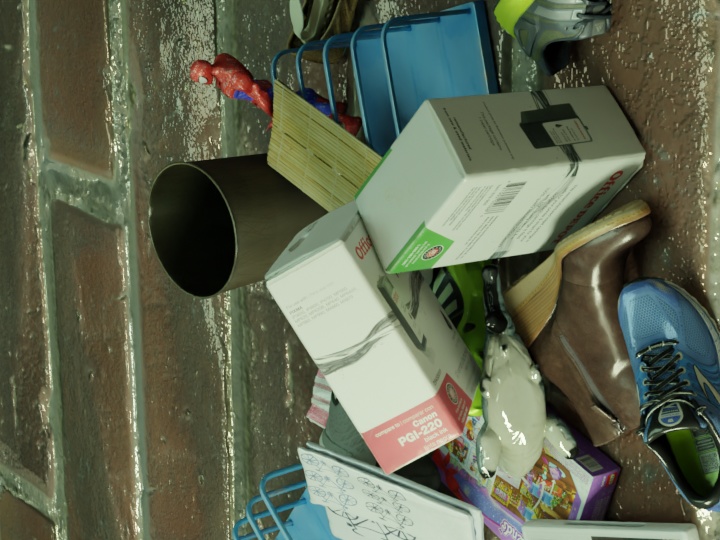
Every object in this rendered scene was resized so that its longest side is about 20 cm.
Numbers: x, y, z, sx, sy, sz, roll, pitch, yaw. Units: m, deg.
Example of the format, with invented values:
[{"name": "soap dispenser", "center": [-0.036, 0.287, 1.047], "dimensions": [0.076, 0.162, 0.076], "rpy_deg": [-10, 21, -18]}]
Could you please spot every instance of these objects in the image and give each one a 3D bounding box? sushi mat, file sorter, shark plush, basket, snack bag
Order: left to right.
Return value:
[{"name": "basket", "center": [-0.086, -0.058, 1.703], "dimensions": [0.180, 0.199, 0.137], "rpy_deg": [5, 105, 56]}, {"name": "file sorter", "center": [-0.067, 0.315, 1.844], "dimensions": [0.139, 0.122, 0.200], "rpy_deg": [56, 139, 25]}, {"name": "sushi mat", "center": [-0.022, -0.093, 1.561], "dimensions": [0.200, 0.012, 0.096], "rpy_deg": [39, 133, 36]}, {"name": "file sorter", "center": [0.021, -0.165, 1.594], "dimensions": [0.200, 0.122, 0.140], "rpy_deg": [-5, 95, 55]}, {"name": "snack bag", "center": [0.034, 0.248, 1.639], "dimensions": [0.188, 0.021, 0.200], "rpy_deg": [19, 150, 19]}, {"name": "shark plush", "center": [0.119, 0.098, 1.495], "dimensions": [0.083, 0.090, 0.201], "rpy_deg": [-121, 9, -73]}]

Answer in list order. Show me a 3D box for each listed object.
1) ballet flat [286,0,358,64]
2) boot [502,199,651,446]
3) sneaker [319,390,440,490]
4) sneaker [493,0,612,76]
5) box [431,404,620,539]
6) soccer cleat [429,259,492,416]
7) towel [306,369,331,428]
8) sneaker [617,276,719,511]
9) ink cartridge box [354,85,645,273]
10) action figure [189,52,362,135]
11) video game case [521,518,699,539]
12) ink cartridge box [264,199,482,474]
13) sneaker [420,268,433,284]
[{"name": "ballet flat", "center": [-0.032, -0.291, 1.672], "dimensions": [0.068, 0.072, 0.201], "rpy_deg": [51, 136, 33]}, {"name": "boot", "center": [0.221, 0.046, 1.446], "dimensions": [0.167, 0.072, 0.200], "rpy_deg": [57, 140, 9]}, {"name": "sneaker", "center": [0.015, 0.148, 1.683], "dimensions": [0.200, 0.075, 0.116], "rpy_deg": [20, 111, 58]}, {"name": "sneaker", "center": [0.188, -0.239, 1.397], "dimensions": [0.081, 0.074, 0.200], "rpy_deg": [59, 148, 14]}, {"name": "box", "center": [0.150, 0.187, 1.588], "dimensions": [0.200, 0.039, 0.137], "rpy_deg": [42, 131, 40]}, {"name": "soccer cleat", "center": [0.098, 0.042, 1.590], "dimensions": [0.081, 0.067, 0.201], "rpy_deg": [136, 132, -67]}, {"name": "towel", "center": [0.002, 0.103, 1.777], "dimensions": [0.146, 0.030, 0.201], "rpy_deg": [33, 125, 44]}, {"name": "sneaker", "center": [0.259, 0.099, 1.352], "dimensions": [0.078, 0.089, 0.201], "rpy_deg": [-25, 82, 23]}, {"name": "ink cartridge box", "center": [0.118, -0.078, 1.419], "dimensions": [0.147, 0.199, 0.083], "rpy_deg": [-52, 55, 47]}, {"name": "action figure", "center": [-0.089, -0.171, 1.673], "dimensions": [0.052, 0.199, 0.065], "rpy_deg": [-54, 43, 16]}, {"name": "video game case", "center": [0.237, 0.318, 1.483], "dimensions": [0.181, 0.023, 0.201], "rpy_deg": [-6, 100, 46]}, {"name": "ink cartridge box", "center": [0.015, 0.050, 1.455], "dimensions": [0.085, 0.146, 0.200], "rpy_deg": [-30, 100, 19]}, {"name": "sneaker", "center": [0.000, 0.000, 1.617], "dimensions": [0.200, 0.115, 0.074], "rpy_deg": [117, 137, -71]}]
